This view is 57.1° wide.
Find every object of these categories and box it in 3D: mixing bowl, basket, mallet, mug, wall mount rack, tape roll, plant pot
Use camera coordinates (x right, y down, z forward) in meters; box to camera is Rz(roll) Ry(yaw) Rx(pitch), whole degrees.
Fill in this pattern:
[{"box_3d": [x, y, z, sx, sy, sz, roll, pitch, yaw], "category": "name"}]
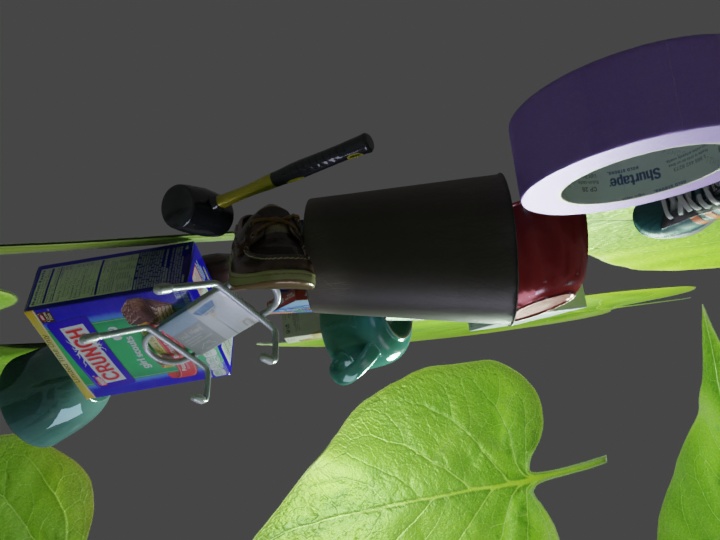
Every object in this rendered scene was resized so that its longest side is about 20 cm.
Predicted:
[{"box_3d": [0.208, -0.003, 0.837, 0.195, 0.111, 0.201, -17, 164, -5], "category": "mixing bowl"}, {"box_3d": [0.046, -0.018, 0.658, 0.193, 0.140, 0.182, -3, -153, 4], "category": "basket"}, {"box_3d": [-0.083, -0.075, 0.552, 0.196, 0.042, 0.065, -20, 168, 30], "category": "mallet"}, {"box_3d": [0.020, 0.098, 1.105, 0.112, 0.191, 0.150, -18, 155, 34], "category": "mug"}, {"box_3d": [-0.185, 0.064, 0.705, 0.197, 0.076, 0.173, -30, 130, 24], "category": "wall mount rack"}, {"box_3d": [0.221, -0.105, 0.529, 0.194, 0.068, 0.200, -7, 169, -1], "category": "tape roll"}, {"box_3d": [-0.622, 0.243, 1.393, 0.158, 0.205, 0.200, -25, 165, 14], "category": "plant pot"}]

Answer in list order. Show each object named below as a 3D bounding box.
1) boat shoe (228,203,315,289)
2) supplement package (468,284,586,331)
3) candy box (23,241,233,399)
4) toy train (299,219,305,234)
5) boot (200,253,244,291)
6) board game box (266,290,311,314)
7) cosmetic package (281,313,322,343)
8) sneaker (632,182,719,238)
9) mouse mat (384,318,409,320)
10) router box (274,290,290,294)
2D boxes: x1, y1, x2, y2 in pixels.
[{"box_3d": [-0.087, -0.024, 0.610, 0.070, 0.074, 0.200, 1, -174, -16], "category": "boat shoe"}, {"box_3d": [0.270, 0.031, 1.131, 0.106, 0.117, 0.199, -4, 168, -24], "category": "supplement package"}, {"box_3d": [-0.272, 0.064, 0.806, 0.194, 0.078, 0.172, -9, 134, 5], "category": "candy box"}, {"box_3d": [0.007, -0.046, 0.774, 0.194, 0.035, 0.046, -3, 156, -19], "category": "toy train"}, {"box_3d": [-0.228, 0.027, 0.903, 0.194, 0.066, 0.187, -13, 167, 4], "category": "boot"}, {"box_3d": [-0.026, 0.041, 0.953, 0.195, 0.020, 0.102, -1, 166, -32], "category": "board game box"}, {"box_3d": [-0.060, 0.096, 1.343, 0.194, 0.073, 0.105, -7, 169, -2], "category": "cosmetic package"}, {"box_3d": [0.388, -0.093, 0.724, 0.197, 0.074, 0.079, -23, 158, 38], "category": "sneaker"}, {"box_3d": [0.135, 0.012, 0.984, 0.200, 0.008, 0.160, -45, 157, 20], "category": "mouse mat"}, {"box_3d": [0.000, 0.000, 0.951, 0.195, 0.050, 0.178, -13, 168, 25], "category": "router box"}]
